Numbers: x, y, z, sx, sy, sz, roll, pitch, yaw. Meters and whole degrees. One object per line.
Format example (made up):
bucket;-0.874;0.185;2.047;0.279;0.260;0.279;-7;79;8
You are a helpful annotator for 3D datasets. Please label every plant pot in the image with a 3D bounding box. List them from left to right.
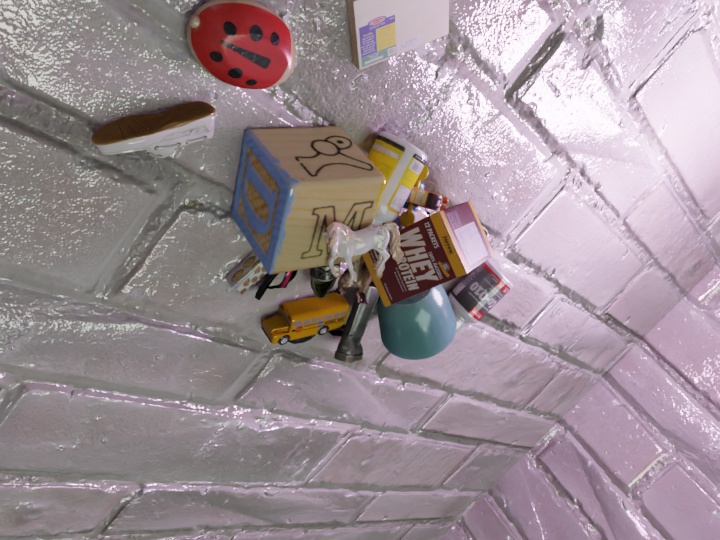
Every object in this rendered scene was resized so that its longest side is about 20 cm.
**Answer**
plant pot;0.131;0.093;1.705;0.200;0.201;0.162;-29;133;-13

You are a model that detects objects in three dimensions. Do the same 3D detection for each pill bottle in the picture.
pill bottle;0.043;-0.168;1.379;0.112;0.112;0.201;22;98;-50
pill bottle;0.317;0.073;1.900;0.200;0.114;0.114;-46;143;9

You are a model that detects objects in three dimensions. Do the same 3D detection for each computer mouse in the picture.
computer mouse;-0.103;0.158;1.696;0.199;0.034;0.059;0;128;-42

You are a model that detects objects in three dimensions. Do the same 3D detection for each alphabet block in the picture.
alphabet block;-0.102;-0.135;1.258;0.199;0.196;0.197;-9;136;-33

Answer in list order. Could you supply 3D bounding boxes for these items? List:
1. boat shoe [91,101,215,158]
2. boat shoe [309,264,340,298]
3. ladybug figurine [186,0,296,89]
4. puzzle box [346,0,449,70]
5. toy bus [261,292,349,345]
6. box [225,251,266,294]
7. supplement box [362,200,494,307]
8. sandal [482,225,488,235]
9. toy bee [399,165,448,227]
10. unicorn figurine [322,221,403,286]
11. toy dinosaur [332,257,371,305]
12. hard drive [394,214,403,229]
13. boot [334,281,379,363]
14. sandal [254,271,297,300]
boat shoe;-0.322;-0.210;1.088;0.199;0.071;0.070;-20;138;-26
boat shoe;-0.074;-0.005;1.477;0.071;0.066;0.201;1;151;-9
ladybug figurine;-0.178;-0.347;1.068;0.199;0.072;0.136;7;124;-45
puzzle box;0.070;-0.452;1.212;0.199;0.025;0.134;-26;142;-17
toy bus;-0.128;0.110;1.596;0.199;0.065;0.079;-11;135;-33
box;-0.191;-0.032;1.414;0.200;0.042;0.039;-41;143;3
supplement box;0.143;-0.038;1.434;0.196;0.134;0.200;-24;179;29
sandal;0.250;-0.080;1.729;0.200;0.057;0.080;-1;129;-40
toy bee;0.135;-0.166;1.494;0.199;0.108;0.132;-15;112;-37
unicorn figurine;-0.008;-0.039;1.231;0.199;0.074;0.138;-30;135;-36
toy dinosaur;0.000;0.000;1.526;0.200;0.085;0.136;139;-28;-86
hard drive;0.002;-0.096;1.512;0.199;0.042;0.135;13;120;-46
boot;-0.003;0.122;1.699;0.182;0.072;0.202;-8;112;-87
sandal;-0.150;-0.005;1.449;0.200;0.045;0.075;-46;-176;6
